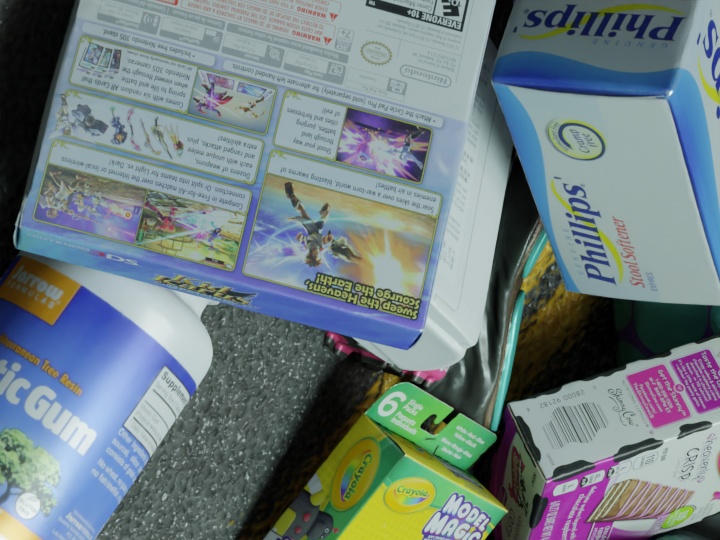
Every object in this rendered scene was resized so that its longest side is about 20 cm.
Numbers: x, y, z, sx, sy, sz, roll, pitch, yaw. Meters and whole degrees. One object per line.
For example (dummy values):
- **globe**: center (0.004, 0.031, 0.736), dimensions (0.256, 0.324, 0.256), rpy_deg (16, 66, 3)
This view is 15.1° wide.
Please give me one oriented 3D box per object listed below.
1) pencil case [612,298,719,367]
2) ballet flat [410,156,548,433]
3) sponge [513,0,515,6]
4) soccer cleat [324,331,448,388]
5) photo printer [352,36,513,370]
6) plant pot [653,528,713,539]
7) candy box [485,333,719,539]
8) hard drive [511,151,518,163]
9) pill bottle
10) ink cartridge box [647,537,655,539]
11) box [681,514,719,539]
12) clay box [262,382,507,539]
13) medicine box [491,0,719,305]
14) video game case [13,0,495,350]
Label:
- **pencil case**: center (0.206, -0.022, 1.701), dimensions (0.092, 0.085, 0.201), rpy_deg (-13, 118, -26)
- **ballet flat**: center (0.075, -0.001, 1.575), dimensions (0.068, 0.068, 0.201), rpy_deg (-57, 165, -77)
- **sponge**: center (0.104, -0.184, 1.509), dimensions (0.112, 0.030, 0.201), rpy_deg (-65, 152, -64)
- **soccer cleat**: center (0.000, 0.000, 1.498), dimensions (0.200, 0.070, 0.087), rpy_deg (34, 75, -51)
- **photo printer**: center (0.012, -0.072, 1.427), dimensions (0.166, 0.069, 0.201), rpy_deg (40, 49, -40)
- **plant pot**: center (0.244, 0.273, 1.721), dimensions (0.200, 0.195, 0.198), rpy_deg (-55, 164, -73)
- **candy box**: center (0.180, 0.108, 1.651), dimensions (0.199, 0.061, 0.137), rpy_deg (-18, 151, -16)
- **hard drive**: center (0.177, -0.108, 1.612), dimensions (0.026, 0.131, 0.201), rpy_deg (-123, -126, -87)
- **pill bottle**: center (-0.143, 0.051, 1.331), dimensions (0.201, 0.112, 0.112), rpy_deg (-57, 138, -13)
- **ink cartridge box**: center (0.136, 0.264, 1.789), dimensions (0.099, 0.039, 0.201), rpy_deg (-1, 109, -47)
- **box**: center (0.283, 0.143, 1.850), dimensions (0.124, 0.097, 0.201), rpy_deg (-41, 134, -27)
- **clay box**: center (0.000, 0.165, 1.552), dimensions (0.200, 0.048, 0.115), rpy_deg (-51, 140, 7)
- **medicine box**: center (0.160, -0.115, 1.461), dimensions (0.183, 0.102, 0.201), rpy_deg (65, 37, -49)
- **video game case**: center (-0.049, -0.074, 1.300), dimensions (0.045, 0.199, 0.183), rpy_deg (122, -18, -71)
